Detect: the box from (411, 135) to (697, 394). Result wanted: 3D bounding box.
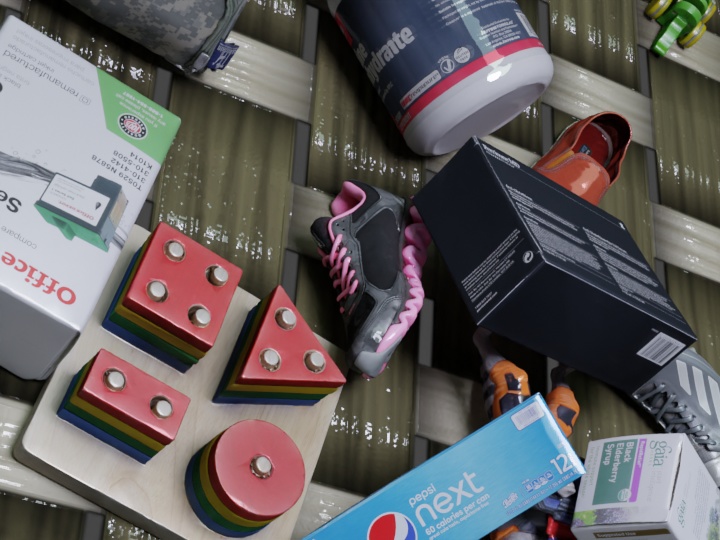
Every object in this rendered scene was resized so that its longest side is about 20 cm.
[{"bbox_3d":[0.151,-0.001,1.192,0.200,0.079,0.141,25,32,-41],"label":"box"}]

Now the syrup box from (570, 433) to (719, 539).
[{"bbox_3d":[0.237,0.213,1.158,0.200,0.081,0.079,53,41,-35],"label":"syrup box"}]

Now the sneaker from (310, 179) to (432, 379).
[{"bbox_3d":[0.000,0.000,1.175,0.095,0.079,0.200,26,37,-11],"label":"sneaker"}]

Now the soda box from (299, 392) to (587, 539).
[{"bbox_3d":[0.052,0.163,1.051,0.199,0.068,0.064,-31,82,-1],"label":"soda box"}]

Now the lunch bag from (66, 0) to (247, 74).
[{"bbox_3d":[-0.162,-0.260,1.162,0.199,0.168,0.140,26,21,-18],"label":"lunch bag"}]

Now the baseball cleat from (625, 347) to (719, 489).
[{"bbox_3d":[0.281,0.125,1.299,0.199,0.070,0.107,26,52,-19],"label":"baseball cleat"}]

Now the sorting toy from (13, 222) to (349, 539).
[{"bbox_3d":[-0.104,0.082,1.062,0.198,0.070,0.201,32,51,-16],"label":"sorting toy"}]

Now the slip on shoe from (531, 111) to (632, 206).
[{"bbox_3d":[0.185,-0.075,1.355,0.074,0.061,0.200,43,50,-8],"label":"slip on shoe"}]

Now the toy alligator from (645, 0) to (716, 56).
[{"bbox_3d":[0.347,-0.292,1.593,0.059,0.054,0.200,40,49,-9],"label":"toy alligator"}]

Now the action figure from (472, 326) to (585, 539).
[{"bbox_3d":[0.141,0.153,1.197,0.200,0.104,0.194,37,51,-48],"label":"action figure"}]

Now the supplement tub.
[{"bbox_3d":[0.058,-0.211,1.293,0.140,0.140,0.201,-22,77,-40],"label":"supplement tub"}]

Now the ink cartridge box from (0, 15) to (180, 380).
[{"bbox_3d":[-0.228,-0.049,1.043,0.146,0.084,0.201,30,51,-16],"label":"ink cartridge box"}]
